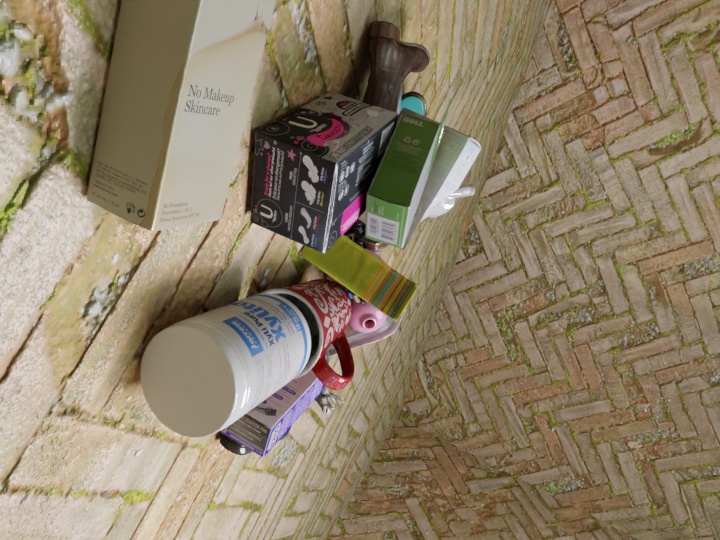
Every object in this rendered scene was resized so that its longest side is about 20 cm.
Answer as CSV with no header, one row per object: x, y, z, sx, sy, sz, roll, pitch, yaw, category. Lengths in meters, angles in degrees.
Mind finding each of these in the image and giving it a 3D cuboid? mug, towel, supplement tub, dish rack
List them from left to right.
-0.156,0.108,0.711,0.133,0.131,0.200,-70,166,14,supplement tub
-0.086,0.101,0.920,0.200,0.132,0.179,-28,102,-74,mug
-0.012,0.114,1.183,0.044,0.199,0.172,64,20,-10,dish rack
0.000,0.000,0.973,0.086,0.199,0.018,-56,-179,-36,towel

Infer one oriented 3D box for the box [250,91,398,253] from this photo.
-0.046,-0.139,0.756,0.200,0.114,0.133,-52,158,-51,box

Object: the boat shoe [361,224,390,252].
0.049,-0.116,1.228,0.201,0.075,0.072,-64,165,-47,boat shoe

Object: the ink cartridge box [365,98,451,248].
0.066,-0.144,0.803,0.104,0.059,0.201,93,17,-62,ink cartridge box

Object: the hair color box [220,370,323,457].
-0.144,0.200,0.935,0.200,0.109,0.065,-37,150,-61,hair color box

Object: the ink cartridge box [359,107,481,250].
0.083,-0.149,0.940,0.047,0.160,0.201,18,106,-48,ink cartridge box

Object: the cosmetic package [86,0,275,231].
-0.148,-0.142,0.475,0.103,0.073,0.201,-30,142,-66,cosmetic package

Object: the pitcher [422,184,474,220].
0.109,-0.145,1.120,0.199,0.171,0.122,-8,89,-41,pitcher

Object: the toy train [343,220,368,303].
-0.012,-0.032,1.026,0.034,0.045,0.201,70,13,-60,toy train

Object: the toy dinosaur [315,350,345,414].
-0.096,0.180,1.096,0.102,0.077,0.202,-15,114,-30,toy dinosaur

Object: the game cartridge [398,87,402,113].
0.013,-0.226,0.987,0.201,0.041,0.134,-57,159,-32,game cartridge

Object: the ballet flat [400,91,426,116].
0.083,-0.277,1.117,0.201,0.068,0.069,111,1,-51,ballet flat

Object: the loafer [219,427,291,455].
-0.168,0.263,1.016,0.072,0.073,0.200,-67,165,10,loafer

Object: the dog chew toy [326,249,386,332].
0.003,0.043,1.081,0.200,0.123,0.125,-106,-152,-58,dog chew toy

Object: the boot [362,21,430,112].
0.049,-0.265,0.914,0.186,0.064,0.202,-2,99,-59,boot
